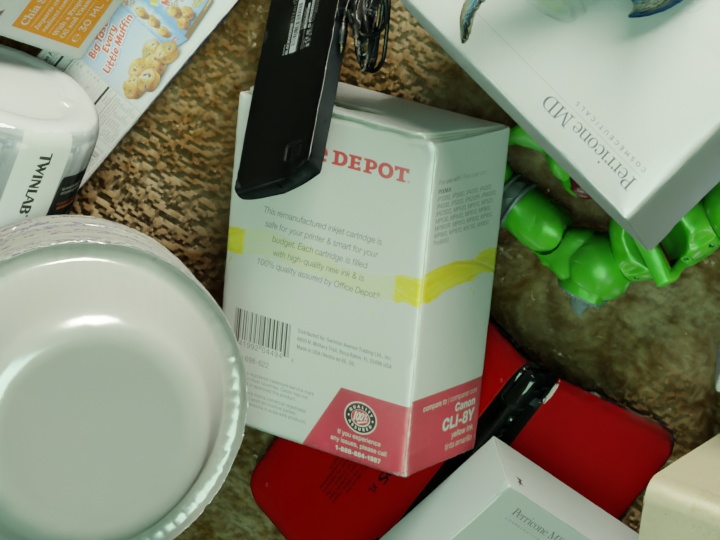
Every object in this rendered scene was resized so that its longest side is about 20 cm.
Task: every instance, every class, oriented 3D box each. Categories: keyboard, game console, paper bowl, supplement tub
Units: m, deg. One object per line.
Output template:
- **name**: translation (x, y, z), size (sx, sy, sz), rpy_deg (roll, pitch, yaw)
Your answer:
- **keyboard**: translation (-0.014, -0.135, 1.484), size (0.039, 0.104, 0.201), rpy_deg (21, 70, -33)
- **game console**: translation (0.060, 0.119, 1.631), size (0.172, 0.118, 0.200), rpy_deg (47, 112, 26)
- **paper bowl**: translation (-0.162, 0.077, 1.484), size (0.199, 0.104, 0.202), rpy_deg (-5, 107, -18)
- **supplement tub**: translation (-0.240, -0.026, 1.556), size (0.122, 0.123, 0.201), rpy_deg (24, 113, 1)

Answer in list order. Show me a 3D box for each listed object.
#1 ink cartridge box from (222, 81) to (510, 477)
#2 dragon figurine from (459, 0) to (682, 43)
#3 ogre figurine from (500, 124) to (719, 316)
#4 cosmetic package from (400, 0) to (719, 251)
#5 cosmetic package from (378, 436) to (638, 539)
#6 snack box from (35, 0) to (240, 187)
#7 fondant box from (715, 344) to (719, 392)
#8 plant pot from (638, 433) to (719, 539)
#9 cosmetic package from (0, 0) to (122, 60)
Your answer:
- **ink cartridge box**: translation (0.000, 0.000, 1.534), size (0.144, 0.083, 0.201), rpy_deg (17, 109, 34)
- **dragon figurine**: translation (0.142, -0.168, 1.320), size (0.200, 0.059, 0.100), rpy_deg (-41, 67, -3)
- **ogre figurine**: translation (0.159, -0.052, 1.517), size (0.199, 0.098, 0.121), rpy_deg (-24, 90, 5)
- **cosmetic package**: translation (0.150, -0.155, 1.416), size (0.200, 0.123, 0.199), rpy_deg (-46, 76, 5)
- **cosmetic package**: translation (0.100, 0.206, 1.593), size (0.151, 0.052, 0.200), rpy_deg (-42, 124, 20)
- **snack box**: translation (-0.133, -0.145, 1.574), size (0.072, 0.024, 0.200), rpy_deg (41, 110, -3)
- **fondant box**: translation (0.305, -0.003, 1.528), size (0.143, 0.058, 0.201), rpy_deg (19, 109, 3)
- **plant pot**: translation (0.269, 0.208, 1.495), size (0.176, 0.199, 0.201), rpy_deg (14, 108, 28)
- **cosmetic package**: translation (-0.215, -0.199, 1.481), size (0.102, 0.199, 0.071), rpy_deg (-51, 52, 21)
